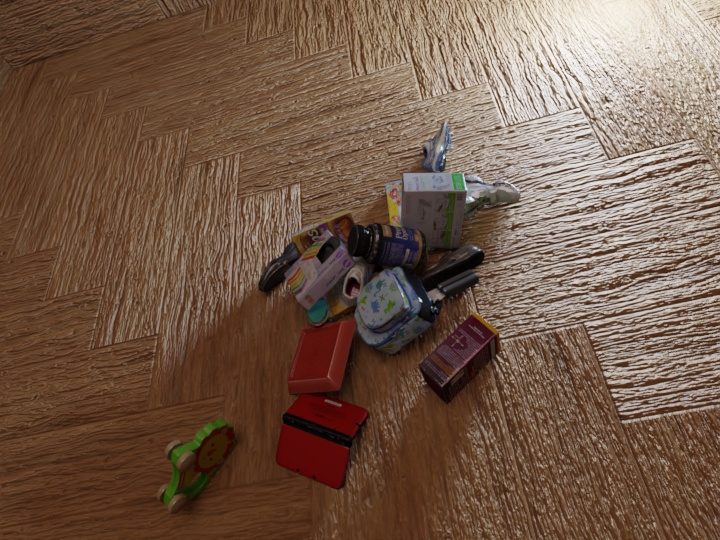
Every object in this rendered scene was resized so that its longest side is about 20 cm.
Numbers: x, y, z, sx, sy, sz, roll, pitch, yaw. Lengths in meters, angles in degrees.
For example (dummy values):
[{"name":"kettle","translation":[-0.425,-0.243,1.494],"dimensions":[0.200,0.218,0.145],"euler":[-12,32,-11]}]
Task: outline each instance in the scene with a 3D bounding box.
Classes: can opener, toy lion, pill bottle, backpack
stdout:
[{"name":"can opener","translation":[0.238,0.062,1.415],"dimensions":[0.198,0.067,0.053],"euler":[-29,34,-9]},{"name":"toy lion","translation":[-0.400,0.478,1.279],"dimensions":[0.068,0.191,0.203],"euler":[25,108,30]},{"name":"pill bottle","translation":[0.070,-0.068,1.389],"dimensions":[0.197,0.112,0.113],"euler":[7,52,-21]},{"name":"backpack","translation":[0.074,0.107,1.352],"dimensions":[0.200,0.146,0.184],"euler":[-45,44,21]}]

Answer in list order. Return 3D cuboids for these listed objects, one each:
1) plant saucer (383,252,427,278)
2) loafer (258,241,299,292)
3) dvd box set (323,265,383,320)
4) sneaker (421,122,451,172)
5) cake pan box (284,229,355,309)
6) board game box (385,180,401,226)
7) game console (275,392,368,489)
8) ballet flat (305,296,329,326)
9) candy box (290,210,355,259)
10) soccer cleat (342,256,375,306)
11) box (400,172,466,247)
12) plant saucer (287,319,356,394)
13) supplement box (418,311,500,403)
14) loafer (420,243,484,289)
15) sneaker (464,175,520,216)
[{"name":"plant saucer","translation":[0.104,-0.017,1.517],"dimensions":[0.197,0.037,0.203],"euler":[-8,56,11]},{"name":"loafer","translation":[-0.238,-0.006,1.597],"dimensions":[0.072,0.073,0.201],"euler":[31,72,26]},{"name":"dvd box set","translation":[-0.022,0.036,1.492],"dimensions":[0.198,0.029,0.148],"euler":[-29,57,14]},{"name":"sneaker","translation":[0.250,-0.419,1.714],"dimensions":[0.084,0.077,0.202],"euler":[4,59,25]},{"name":"cake pan box","translation":[-0.118,-0.008,1.459],"dimensions":[0.200,0.052,0.184],"euler":[-44,34,4]},{"name":"board game box","translation":[0.155,-0.208,1.627],"dimensions":[0.133,0.034,0.202],"euler":[-12,55,9]},{"name":"game console","translation":[-0.097,0.422,1.301],"dimensions":[0.198,0.120,0.172],"euler":[12,31,23]},{"name":"ballet flat","translation":[-0.128,0.107,1.476],"dimensions":[0.068,0.072,0.201],"euler":[-21,38,-8]},{"name":"candy box","translation":[-0.102,-0.093,1.569],"dimensions":[0.198,0.118,0.056],"euler":[-23,16,-3]},{"name":"soccer cleat","translation":[0.000,0.000,1.419],"dimensions":[0.069,0.086,0.203],"euler":[13,75,9]},{"name":"box","translation":[0.202,-0.167,1.456],"dimensions":[0.174,0.202,0.097],"euler":[0,43,3]},{"name":"plant saucer","translation":[-0.114,0.226,1.373],"dimensions":[0.198,0.037,0.202],"euler":[-15,48,40]},{"name":"supplement box","translation":[0.249,0.217,1.270],"dimensions":[0.200,0.111,0.086],"euler":[-41,55,-11]},{"name":"loafer","translation":[0.255,-0.013,1.454],"dimensions":[0.198,0.074,0.071],"euler":[-26,43,-7]},{"name":"sneaker","translation":[0.375,-0.215,1.541],"dimensions":[0.198,0.075,0.116],"euler":[21,66,34]}]
